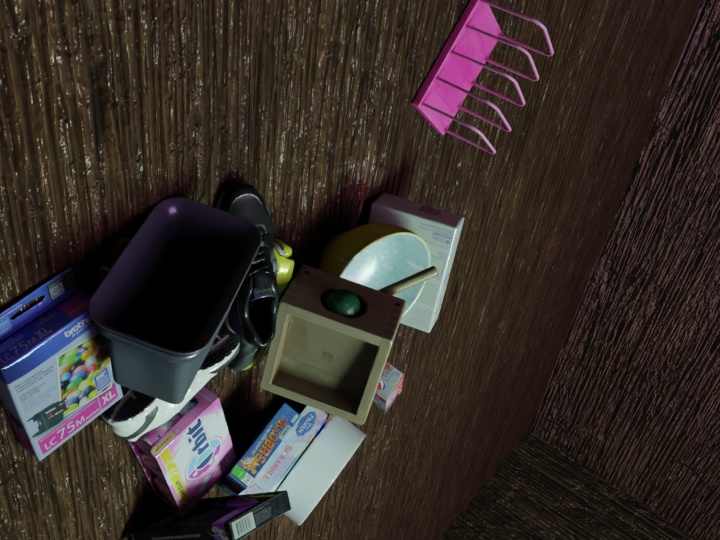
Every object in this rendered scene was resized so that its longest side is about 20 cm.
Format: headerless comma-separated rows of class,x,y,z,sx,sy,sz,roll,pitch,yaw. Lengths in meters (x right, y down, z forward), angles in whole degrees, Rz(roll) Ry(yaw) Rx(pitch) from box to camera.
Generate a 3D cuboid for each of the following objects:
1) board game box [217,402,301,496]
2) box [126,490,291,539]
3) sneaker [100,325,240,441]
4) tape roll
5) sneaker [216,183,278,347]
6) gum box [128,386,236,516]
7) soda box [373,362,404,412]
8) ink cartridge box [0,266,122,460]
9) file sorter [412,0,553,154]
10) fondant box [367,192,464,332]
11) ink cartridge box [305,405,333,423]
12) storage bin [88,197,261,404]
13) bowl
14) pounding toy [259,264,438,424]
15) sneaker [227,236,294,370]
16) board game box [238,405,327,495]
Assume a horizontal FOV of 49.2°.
board game box,-0.164,0.289,1.245,0.135,0.034,0.200,-52,179,-24
box,-0.223,0.368,1.161,0.143,0.200,0.036,-8,83,-62
sneaker,-0.240,0.140,1.007,0.200,0.074,0.080,-34,150,-28
tape roll,-0.077,0.358,1.423,0.203,0.071,0.202,-53,175,-7
sneaker,-0.126,-0.004,0.961,0.076,0.088,0.201,-11,111,-25
gum box,-0.247,0.245,1.103,0.113,0.066,0.200,-45,152,-30
soda box,0.042,0.230,1.578,0.063,0.070,0.200,-53,169,-13
ink cartridge box,-0.324,0.103,0.837,0.119,0.042,0.200,-40,148,-36
file sorter,0.203,-0.307,1.260,0.200,0.125,0.139,-60,156,3
fondant box,0.076,-0.013,1.306,0.058,0.144,0.200,-49,155,-60
ink cartridge box,-0.029,0.225,1.516,0.163,0.057,0.200,-52,150,-16
storage bin,-0.209,0.039,0.860,0.134,0.145,0.200,109,1,-46
bowl,0.000,0.000,1.224,0.200,0.108,0.200,-25,137,-27
pounding toy,-0.016,0.079,1.091,0.142,0.184,0.200,-65,173,-57
sneaker,-0.158,0.048,1.066,0.081,0.074,0.200,-5,119,-46
board game box,-0.134,0.331,1.373,0.200,0.041,0.200,-52,173,-15
